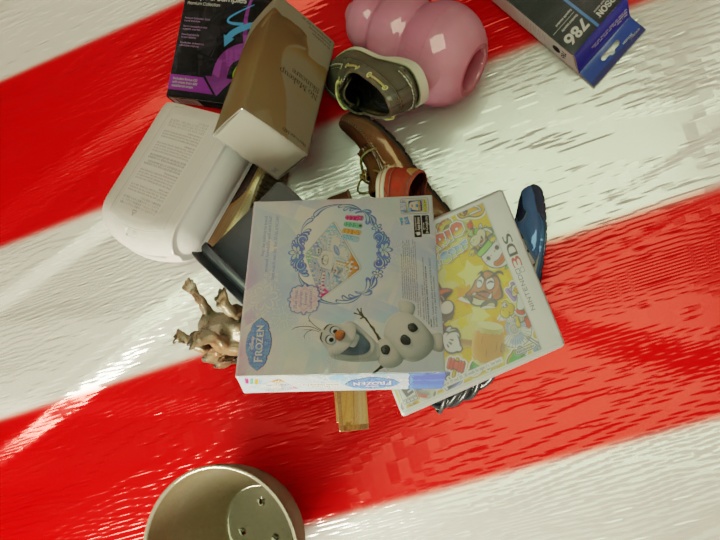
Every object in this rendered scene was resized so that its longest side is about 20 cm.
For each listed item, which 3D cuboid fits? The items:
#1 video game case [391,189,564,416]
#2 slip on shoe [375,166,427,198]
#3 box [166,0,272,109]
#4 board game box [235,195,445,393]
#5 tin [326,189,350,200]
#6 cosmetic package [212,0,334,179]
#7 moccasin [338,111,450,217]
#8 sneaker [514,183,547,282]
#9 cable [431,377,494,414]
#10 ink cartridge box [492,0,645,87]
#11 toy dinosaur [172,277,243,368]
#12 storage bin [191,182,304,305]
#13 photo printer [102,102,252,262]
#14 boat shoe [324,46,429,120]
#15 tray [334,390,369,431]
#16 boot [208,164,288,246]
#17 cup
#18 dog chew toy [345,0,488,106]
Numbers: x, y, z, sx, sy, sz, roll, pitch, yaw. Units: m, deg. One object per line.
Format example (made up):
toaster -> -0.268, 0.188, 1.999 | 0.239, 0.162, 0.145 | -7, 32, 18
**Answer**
video game case -> 0.101, 0.035, 0.719 | 0.195, 0.023, 0.186 | -23, 85, 1
slip on shoe -> 0.059, -0.025, 0.763 | 0.060, 0.073, 0.207 | -9, 81, 31
box -> -0.192, -0.336, 0.929 | 0.139, 0.036, 0.206 | 9, 86, 13
board game box -> -0.018, 0.019, 0.655 | 0.192, 0.044, 0.205 | -1, 58, 2
tin -> 0.000, 0.000, 0.815 | 0.041, 0.112, 0.206 | -17, 81, -1
cosmetic package -> -0.104, -0.232, 0.818 | 0.070, 0.104, 0.205 | -25, 46, 43
moccasin -> 0.034, -0.119, 0.845 | 0.077, 0.074, 0.203 | -37, 88, -1
sneaker -> 0.184, -0.008, 0.798 | 0.080, 0.074, 0.206 | 10, 87, 15
cable -> 0.113, 0.071, 0.787 | 0.160, 0.050, 0.207 | 1, 86, 40
ink cartridge box -> 0.259, -0.339, 0.826 | 0.200, 0.039, 0.100 | 44, 95, 12
toy dinosaur -> -0.155, 0.080, 0.811 | 0.197, 0.134, 0.088 | 2, 66, 51
storage bin -> -0.093, -0.007, 0.805 | 0.145, 0.200, 0.135 | 41, 85, 13
photo printer -> -0.239, -0.111, 0.842 | 0.163, 0.070, 0.204 | 18, 74, 32
boat shoe -> 0.002, -0.232, 0.813 | 0.060, 0.073, 0.200 | -34, 34, -21
tray -> -0.018, 0.098, 0.758 | 0.036, 0.200, 0.102 | -5, 100, -3
boot -> -0.199, -0.120, 0.895 | 0.163, 0.072, 0.204 | 26, 83, 20
cup -> -0.147, 0.333, 0.808 | 0.194, 0.143, 0.207 | -1, 85, 13
dog chew toy -> 0.063, -0.295, 0.828 | 0.197, 0.124, 0.127 | 32, 93, 21
